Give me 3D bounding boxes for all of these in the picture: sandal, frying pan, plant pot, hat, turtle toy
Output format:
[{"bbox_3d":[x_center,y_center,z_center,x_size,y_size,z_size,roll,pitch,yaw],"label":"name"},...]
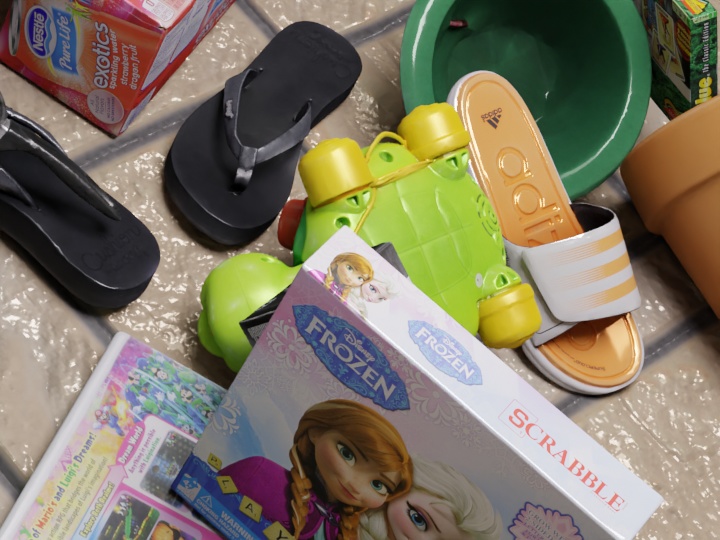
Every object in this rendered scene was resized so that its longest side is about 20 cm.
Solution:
[{"bbox_3d":[-0.193,-0.060,1.393,0.199,0.043,0.076,34,46,2],"label":"sandal"},{"bbox_3d":[-0.057,-0.093,1.503,0.076,0.043,0.201,30,45,-2],"label":"sandal"},{"bbox_3d":[-0.210,-0.099,1.352,0.190,0.031,0.115,41,15,-45],"label":"frying pan"},{"bbox_3d":[0.274,-0.034,1.539,0.199,0.200,0.141,-10,75,-34],"label":"plant pot"},{"bbox_3d":[0.080,-0.123,1.614,0.199,0.176,0.167,-18,96,-23],"label":"hat"},{"bbox_3d":[0.112,-0.024,1.481,0.079,0.059,0.208,-27,92,-30],"label":"sandal"},{"bbox_3d":[0.000,0.000,1.413,0.199,0.101,0.147,-21,88,-36],"label":"turtle toy"}]

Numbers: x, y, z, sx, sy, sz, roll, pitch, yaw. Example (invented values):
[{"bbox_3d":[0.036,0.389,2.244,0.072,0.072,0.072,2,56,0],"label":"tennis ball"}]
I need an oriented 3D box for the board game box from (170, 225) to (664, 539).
[{"bbox_3d":[0.021,0.109,1.232,0.200,0.200,0.041,40,47,8],"label":"board game box"}]

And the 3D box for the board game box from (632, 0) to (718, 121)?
[{"bbox_3d":[0.170,-0.178,1.608,0.023,0.105,0.200,-22,46,-11],"label":"board game box"}]

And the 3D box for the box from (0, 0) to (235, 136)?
[{"bbox_3d":[-0.123,-0.188,1.509,0.095,0.100,0.200,33,46,2],"label":"box"}]

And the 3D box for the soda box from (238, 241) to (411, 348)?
[{"bbox_3d":[0.021,0.092,1.316,0.071,0.063,0.201,-37,104,-43],"label":"soda box"}]

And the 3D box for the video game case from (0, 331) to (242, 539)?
[{"bbox_3d":[-0.087,0.144,1.303,0.181,0.024,0.201,29,46,-2],"label":"video game case"}]
